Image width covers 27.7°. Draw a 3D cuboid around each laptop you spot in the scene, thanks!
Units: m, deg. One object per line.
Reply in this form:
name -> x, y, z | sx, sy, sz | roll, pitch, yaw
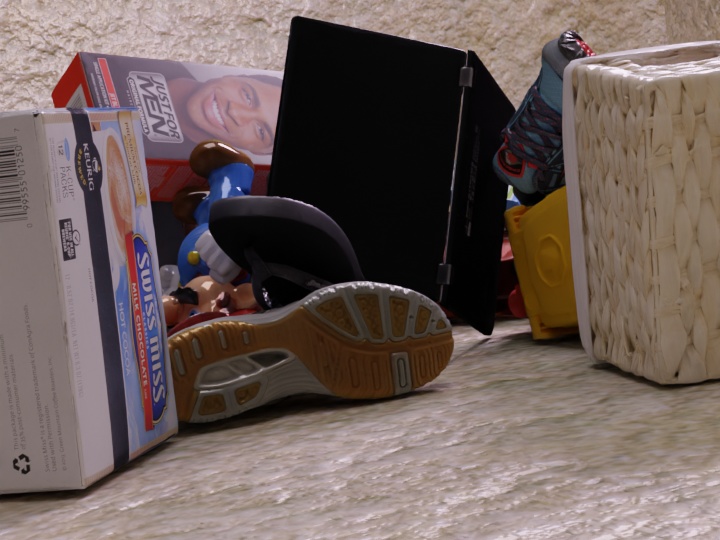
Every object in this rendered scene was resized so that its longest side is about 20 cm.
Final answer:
laptop -> 0.028, -0.064, 1.073 | 0.116, 0.187, 0.200 | 3, -12, 22

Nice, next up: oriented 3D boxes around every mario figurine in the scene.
mario figurine -> -0.118, -0.002, 1.034 | 0.106, 0.123, 0.200 | -15, 48, 8

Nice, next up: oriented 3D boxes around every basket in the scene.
basket -> 0.211, -0.036, 0.896 | 0.135, 0.200, 0.123 | -8, 12, -11

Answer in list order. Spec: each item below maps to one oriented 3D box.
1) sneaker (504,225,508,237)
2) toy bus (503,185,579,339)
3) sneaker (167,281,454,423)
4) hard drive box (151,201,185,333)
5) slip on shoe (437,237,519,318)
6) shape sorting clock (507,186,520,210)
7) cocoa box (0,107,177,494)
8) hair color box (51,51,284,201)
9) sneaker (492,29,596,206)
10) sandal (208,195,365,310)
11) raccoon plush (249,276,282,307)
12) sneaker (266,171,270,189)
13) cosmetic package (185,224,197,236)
sneaker -> 0.111, -0.007, 1.301 | 0.200, 0.081, 0.075 | -13, 19, -31
toy bus -> 0.204, -0.011, 1.086 | 0.200, 0.136, 0.192 | -8, -11, -31
sneaker -> -0.042, 0.048, 0.933 | 0.200, 0.076, 0.088 | -6, 1, -16
hard drive box -> -0.236, 0.002, 1.220 | 0.200, 0.156, 0.077 | -1, 8, 42
slip on shoe -> 0.094, 0.010, 1.216 | 0.200, 0.074, 0.061 | -6, 20, 2
shape sorting clock -> 0.081, -0.068, 1.304 | 0.200, 0.039, 0.200 | 8, 16, -2
cocoa box -> -0.194, 0.013, 0.812 | 0.133, 0.200, 0.131 | -5, 5, 16
hair color box -> -0.132, -0.109, 1.153 | 0.200, 0.102, 0.061 | 0, -30, -38
sneaker -> 0.145, -0.093, 1.073 | 0.095, 0.079, 0.200 | -28, -30, -4
sandal -> -0.031, 0.015, 0.961 | 0.076, 0.043, 0.200 | -11, -38, 26
raccoon plush -> -0.083, 0.044, 1.171 | 0.097, 0.134, 0.200 | 12, 46, 25
sneaker -> 0.000, 0.000, 1.099 | 0.075, 0.116, 0.200 | -12, -26, 32
cosmetic package -> -0.141, -0.037, 1.285 | 0.087, 0.200, 0.103 | -7, 3, -1
